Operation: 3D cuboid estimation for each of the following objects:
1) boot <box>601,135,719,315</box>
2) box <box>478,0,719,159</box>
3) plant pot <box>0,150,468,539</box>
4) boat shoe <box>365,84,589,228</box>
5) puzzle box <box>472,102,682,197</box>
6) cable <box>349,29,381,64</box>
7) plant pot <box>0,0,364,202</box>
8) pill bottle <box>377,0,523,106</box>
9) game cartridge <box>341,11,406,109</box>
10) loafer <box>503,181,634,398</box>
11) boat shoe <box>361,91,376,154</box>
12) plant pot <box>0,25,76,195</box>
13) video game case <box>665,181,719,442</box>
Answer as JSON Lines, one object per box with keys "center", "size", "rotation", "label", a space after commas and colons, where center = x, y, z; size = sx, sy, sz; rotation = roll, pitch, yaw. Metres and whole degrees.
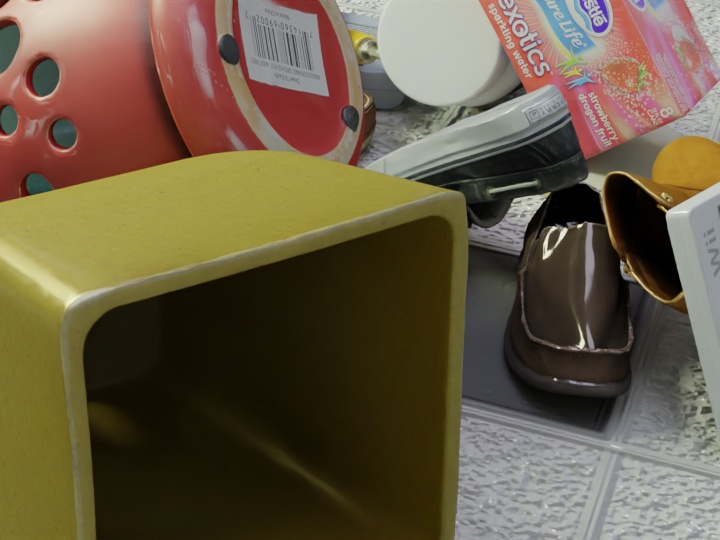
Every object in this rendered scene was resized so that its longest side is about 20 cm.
{"center": [0.196, -0.037, 0.942], "size": [0.144, 0.071, 0.201], "rotation": [24, 31, -37], "label": "boot"}
{"center": [0.156, -0.190, 1.079], "size": [0.103, 0.200, 0.095], "rotation": [-22, 11, 36], "label": "box"}
{"center": [-0.091, 0.047, 0.703], "size": [0.194, 0.196, 0.200], "rotation": [-17, 29, -35], "label": "plant pot"}
{"center": [0.068, -0.059, 0.994], "size": [0.072, 0.071, 0.200], "rotation": [-27, 6, -30], "label": "boat shoe"}
{"center": [0.186, -0.078, 1.131], "size": [0.133, 0.025, 0.200], "rotation": [-9, 32, -23], "label": "puzzle box"}
{"center": [-0.049, -0.187, 1.222], "size": [0.097, 0.050, 0.200], "rotation": [-9, 19, -11], "label": "cable"}
{"center": [-0.109, -0.090, 0.866], "size": [0.182, 0.201, 0.200], "rotation": [-13, 18, 30], "label": "plant pot"}
{"center": [0.095, -0.189, 1.193], "size": [0.114, 0.114, 0.200], "rotation": [16, 21, 19], "label": "pill bottle"}
{"center": [-0.047, -0.180, 1.266], "size": [0.200, 0.042, 0.133], "rotation": [12, 34, 12], "label": "game cartridge"}
{"center": [0.123, 0.005, 0.921], "size": [0.073, 0.071, 0.200], "rotation": [4, 29, -2], "label": "loafer"}
{"center": [-0.060, -0.105, 1.084], "size": [0.076, 0.074, 0.200], "rotation": [25, 33, 31], "label": "boat shoe"}
{"center": [-0.248, -0.170, 1.048], "size": [0.200, 0.196, 0.200], "rotation": [3, 29, -2], "label": "plant pot"}
{"center": [0.248, 0.005, 0.880], "size": [0.018, 0.143, 0.200], "rotation": [-5, 15, 45], "label": "video game case"}
